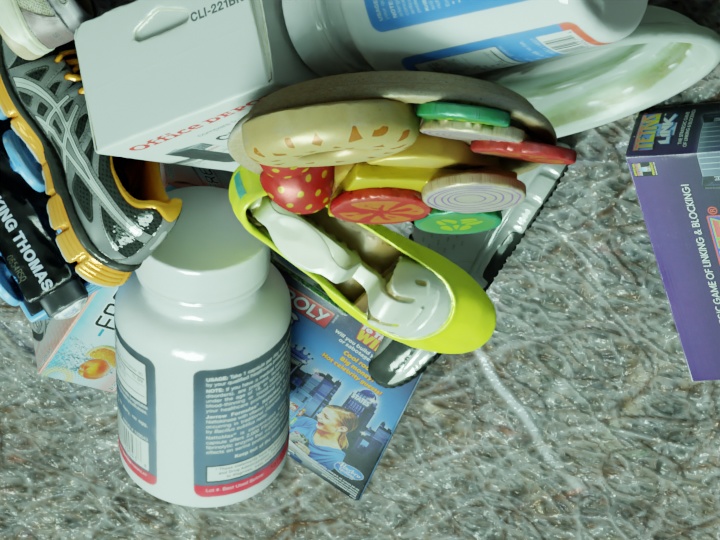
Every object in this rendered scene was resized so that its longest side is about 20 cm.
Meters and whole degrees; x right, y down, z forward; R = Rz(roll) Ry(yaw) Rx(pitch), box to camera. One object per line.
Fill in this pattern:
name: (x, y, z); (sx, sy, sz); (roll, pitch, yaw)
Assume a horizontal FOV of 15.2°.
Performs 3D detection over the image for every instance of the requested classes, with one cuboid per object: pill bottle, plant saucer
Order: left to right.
pill bottle: (-0.105, 0.049, 1.809); (0.119, 0.120, 0.201); (11, 131, 10)
pill bottle: (0.056, -0.168, 1.547); (0.199, 0.113, 0.112); (-9, 128, 34)
plant saucer: (0.122, -0.128, 1.661); (0.199, 0.051, 0.200); (-13, 169, -3)

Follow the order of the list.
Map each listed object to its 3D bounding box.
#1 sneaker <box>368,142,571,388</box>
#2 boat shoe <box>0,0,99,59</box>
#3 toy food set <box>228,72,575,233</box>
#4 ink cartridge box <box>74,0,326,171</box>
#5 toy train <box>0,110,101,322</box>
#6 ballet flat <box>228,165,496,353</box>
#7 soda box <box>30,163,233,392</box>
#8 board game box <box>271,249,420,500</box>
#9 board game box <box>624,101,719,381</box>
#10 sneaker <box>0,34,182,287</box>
sneaker: (0.057, -0.015, 1.784); (0.080, 0.074, 0.201); (33, 92, 1)
boat shoe: (-0.212, -0.234, 1.671); (0.064, 0.072, 0.201); (-16, 90, 16)
toy food set: (0.022, -0.068, 1.578); (0.197, 0.049, 0.200); (2, 165, -11)
ink cartridge box: (-0.059, -0.123, 1.680); (0.144, 0.084, 0.200); (-19, 166, 33)
toy train: (-0.233, -0.057, 1.782); (0.086, 0.114, 0.201); (-32, 87, 8)
ballet flat: (0.000, 0.000, 1.697); (0.200, 0.067, 0.067); (35, 107, -12)
soda box: (-0.158, -0.008, 1.877); (0.063, 0.069, 0.200); (17, 128, -29)
board game box: (-0.024, 0.041, 1.903); (0.200, 0.062, 0.200); (35, 131, -10)
board game box: (0.276, -0.019, 1.755); (0.164, 0.057, 0.201); (-5, 130, 22)
sneaker: (-0.171, -0.093, 1.716); (0.077, 0.078, 0.201); (-32, 78, 33)
